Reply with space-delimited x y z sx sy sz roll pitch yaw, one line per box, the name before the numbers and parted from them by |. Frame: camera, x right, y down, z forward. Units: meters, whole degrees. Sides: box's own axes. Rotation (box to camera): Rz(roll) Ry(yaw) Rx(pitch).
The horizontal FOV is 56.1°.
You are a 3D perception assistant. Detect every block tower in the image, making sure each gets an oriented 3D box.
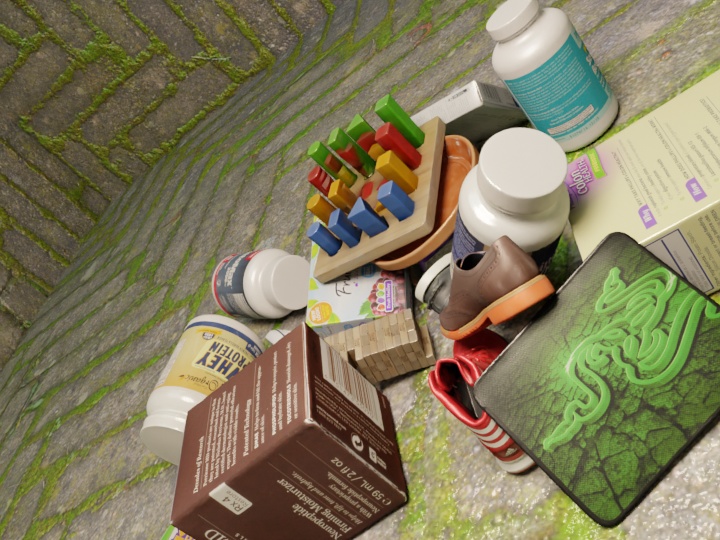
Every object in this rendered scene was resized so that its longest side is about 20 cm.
block tower | -0.008 0.111 0.845 0.197 0.058 0.054 -19 42 11

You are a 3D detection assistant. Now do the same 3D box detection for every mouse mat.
mouse mat | 0.211 0.086 0.567 0.200 0.008 0.161 -48 66 2

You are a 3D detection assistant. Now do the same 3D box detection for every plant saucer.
plant saucer | 0.081 -0.087 0.889 0.199 0.032 0.202 -37 33 30

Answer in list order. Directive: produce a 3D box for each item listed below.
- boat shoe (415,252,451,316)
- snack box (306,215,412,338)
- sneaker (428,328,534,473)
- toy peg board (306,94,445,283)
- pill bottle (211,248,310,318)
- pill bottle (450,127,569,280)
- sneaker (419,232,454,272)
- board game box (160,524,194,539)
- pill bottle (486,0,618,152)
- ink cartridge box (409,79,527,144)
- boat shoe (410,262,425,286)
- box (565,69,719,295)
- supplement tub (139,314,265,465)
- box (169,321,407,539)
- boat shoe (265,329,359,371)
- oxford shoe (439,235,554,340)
boat shoe | 0.156 -0.014 0.842 0.200 0.076 0.060 -43 64 -13
snack box | 0.000 0.000 0.957 0.140 0.053 0.202 -10 50 13
sneaker | 0.117 0.096 0.684 0.078 0.116 0.201 -40 28 11
toy peg board | 0.000 -0.117 0.899 0.198 0.098 0.201 -25 39 38
pill bottle | -0.168 0.024 1.187 0.199 0.120 0.121 -5 47 52
pill bottle | 0.154 -0.048 0.702 0.109 0.201 0.113 -1 59 2
sneaker | 0.135 -0.081 0.906 0.200 0.070 0.099 -44 60 -13
board game box | -0.213 0.362 0.897 0.199 0.030 0.096 -1 51 58
pill bottle | 0.248 -0.262 0.890 0.110 0.200 0.112 -33 30 22
ink cartridge box | 0.141 -0.217 1.027 0.198 0.041 0.198 -24 -8 36
boat shoe | 0.115 -0.063 0.967 0.074 0.075 0.202 117 174 -66
box | 0.310 -0.070 0.657 0.199 0.097 0.177 -32 31 24
supplement tub | -0.239 0.186 1.040 0.143 0.144 0.202 -22 35 37
box | -0.079 0.206 0.761 0.199 0.166 0.165 -38 29 15
boat shoe | -0.063 0.123 0.970 0.067 0.074 0.199 -42 38 -18
oxford shoe | 0.121 0.018 0.672 0.070 0.073 0.200 -27 -7 -21
